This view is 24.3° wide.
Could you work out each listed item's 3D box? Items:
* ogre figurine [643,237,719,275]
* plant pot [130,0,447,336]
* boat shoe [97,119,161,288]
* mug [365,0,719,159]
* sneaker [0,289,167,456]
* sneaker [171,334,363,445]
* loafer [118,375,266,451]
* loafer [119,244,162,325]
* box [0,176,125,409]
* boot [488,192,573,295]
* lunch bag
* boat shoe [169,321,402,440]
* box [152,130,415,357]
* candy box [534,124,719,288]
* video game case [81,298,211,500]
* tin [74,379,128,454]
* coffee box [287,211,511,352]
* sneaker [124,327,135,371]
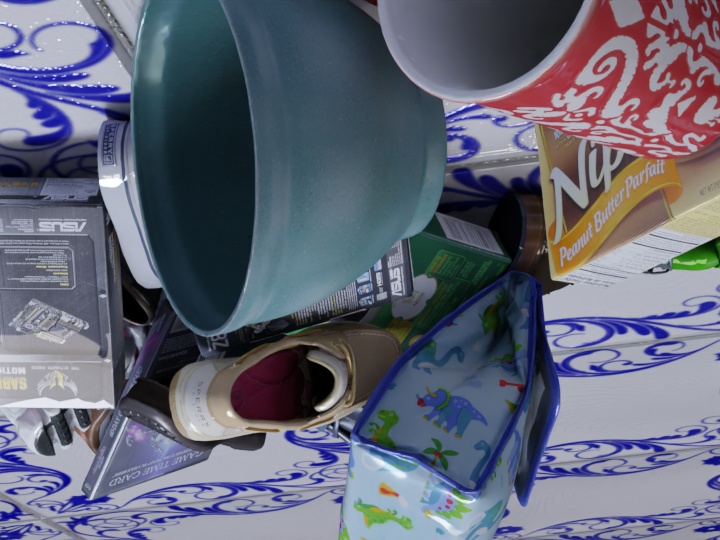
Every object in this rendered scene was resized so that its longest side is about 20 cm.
[{"bbox_3d":[0.261,-0.051,1.180,0.118,0.099,0.201,12,130,-4],"label":"ogre figurine"},{"bbox_3d":[-0.035,-0.072,0.925,0.133,0.202,0.200,-6,163,-25],"label":"plant pot"},{"bbox_3d":[-0.131,-0.040,1.150,0.065,0.074,0.200,-1,162,4],"label":"boat shoe"},{"bbox_3d":[0.108,-0.146,0.889,0.199,0.178,0.134,14,118,-51],"label":"mug"},{"bbox_3d":[-0.207,0.058,1.336,0.200,0.081,0.076,-39,151,-27],"label":"sneaker"},{"bbox_3d":[-0.050,0.089,1.246,0.145,0.077,0.202,31,-158,3],"label":"sneaker"},{"bbox_3d":[-0.125,0.098,1.323,0.072,0.072,0.200,23,-178,19],"label":"loafer"},{"bbox_3d":[-0.215,-0.009,1.231,0.071,0.064,0.199,-16,157,35],"label":"loafer"},{"bbox_3d":[-0.266,0.016,1.154,0.197,0.048,0.160,0,117,1],"label":"box"},{"bbox_3d":[0.136,0.009,1.327,0.096,0.075,0.200,0,151,-17],"label":"boot"},{"bbox_3d":[0.076,0.120,1.247,0.126,0.201,0.171,23,141,12],"label":"lunch bag"},{"bbox_3d":[-0.036,0.079,1.166,0.199,0.075,0.069,-15,-175,-41],"label":"boat shoe"},{"bbox_3d":[-0.049,-0.033,1.099,0.160,0.049,0.201,-18,145,-7],"label":"box"},{"bbox_3d":[0.195,-0.076,1.056,0.055,0.117,0.199,10,156,-32],"label":"candy box"},{"bbox_3d":[-0.143,0.095,1.376,0.142,0.019,0.201,-14,139,-51],"label":"video game case"},{"bbox_3d":[-0.154,0.095,1.432,0.199,0.042,0.113,-24,140,-31],"label":"tin"},{"bbox_3d":[0.000,0.000,1.233,0.198,0.044,0.123,15,123,-31],"label":"coffee box"},{"bbox_3d":[-0.256,0.060,1.270,0.198,0.096,0.079,17,173,34],"label":"sneaker"}]
